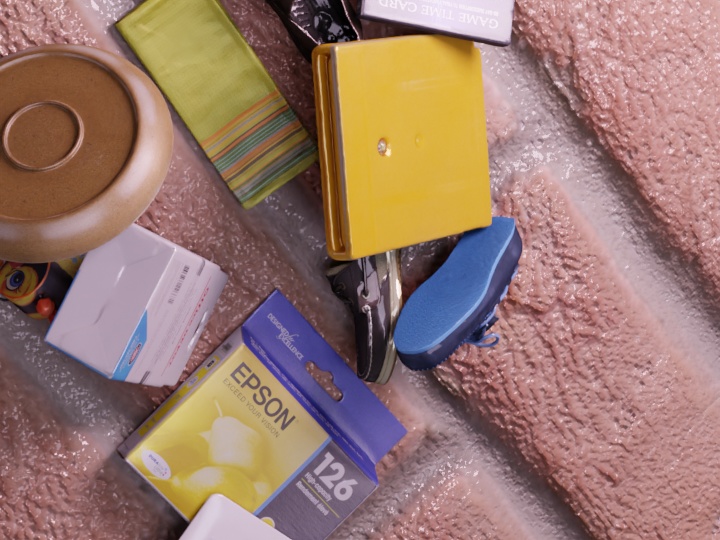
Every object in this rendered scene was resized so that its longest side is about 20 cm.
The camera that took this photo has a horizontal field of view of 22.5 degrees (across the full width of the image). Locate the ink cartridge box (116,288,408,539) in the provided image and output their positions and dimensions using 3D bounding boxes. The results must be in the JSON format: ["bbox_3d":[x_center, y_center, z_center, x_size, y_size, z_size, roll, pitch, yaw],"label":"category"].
[{"bbox_3d":[-0.079,0.156,1.610,0.200,0.047,0.198,-44,113,-4],"label":"ink cartridge box"}]

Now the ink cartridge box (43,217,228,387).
[{"bbox_3d":[-0.179,0.029,1.489,0.066,0.200,0.116,26,88,10],"label":"ink cartridge box"}]

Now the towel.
[{"bbox_3d":[-0.117,-0.152,1.536,0.086,0.018,0.200,-39,112,-9],"label":"towel"}]

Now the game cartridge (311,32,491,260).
[{"bbox_3d":[0.039,-0.110,1.544,0.199,0.032,0.178,-14,103,-50],"label":"game cartridge"}]

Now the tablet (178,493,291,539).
[{"bbox_3d":[-0.137,0.307,1.595,0.130,0.014,0.201,36,88,-26],"label":"tablet"}]

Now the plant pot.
[{"bbox_3d":[-0.246,-0.100,1.418,0.199,0.200,0.028,-31,154,-11],"label":"plant pot"}]

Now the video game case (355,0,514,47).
[{"bbox_3d":[0.073,-0.302,1.546,0.142,0.019,0.202,8,86,-22],"label":"video game case"}]

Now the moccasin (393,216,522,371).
[{"bbox_3d":[0.099,0.030,1.590,0.200,0.080,0.069,-47,132,-40],"label":"moccasin"}]

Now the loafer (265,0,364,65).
[{"bbox_3d":[-0.054,-0.250,1.507,0.073,0.071,0.200,-44,114,-6],"label":"loafer"}]

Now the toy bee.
[{"bbox_3d":[-0.251,-0.003,1.469,0.130,0.109,0.201,16,106,-47],"label":"toy bee"}]

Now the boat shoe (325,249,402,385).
[{"bbox_3d":[0.000,0.000,1.592,0.065,0.072,0.202,0,97,-15],"label":"boat shoe"}]
